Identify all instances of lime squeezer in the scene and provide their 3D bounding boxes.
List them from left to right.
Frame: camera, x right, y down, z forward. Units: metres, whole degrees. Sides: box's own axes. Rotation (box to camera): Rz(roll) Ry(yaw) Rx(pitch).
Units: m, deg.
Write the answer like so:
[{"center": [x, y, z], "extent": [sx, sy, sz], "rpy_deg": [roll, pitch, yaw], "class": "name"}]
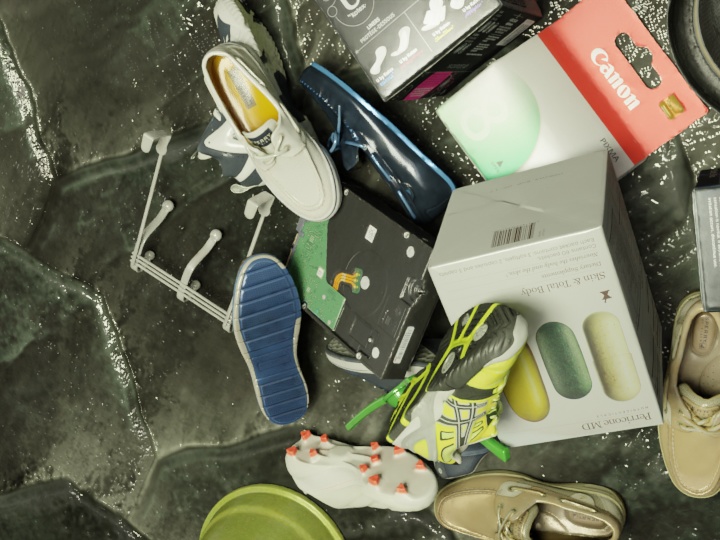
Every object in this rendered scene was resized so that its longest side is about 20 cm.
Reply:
[{"center": [0.056, 0.130, 0.965], "extent": [0.200, 0.038, 0.071], "rpy_deg": [2, 122, 43], "class": "lime squeezer"}]

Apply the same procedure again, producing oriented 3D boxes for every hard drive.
[{"center": [0.000, 0.000, 1.011], "extent": [0.200, 0.038, 0.140], "rpy_deg": [37, 112, 44], "class": "hard drive"}]

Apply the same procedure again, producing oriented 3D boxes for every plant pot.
[{"center": [-0.130, 0.361, 1.102], "extent": [0.200, 0.184, 0.201], "rpy_deg": [4, 101, 19], "class": "plant pot"}]

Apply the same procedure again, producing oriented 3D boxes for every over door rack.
[{"center": [-0.167, -0.044, 1.085], "extent": [0.147, 0.067, 0.200], "rpy_deg": [31, 134, 13], "class": "over door rack"}]

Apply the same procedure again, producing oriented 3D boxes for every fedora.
[{"center": [0.358, -0.209, 0.859], "extent": [0.200, 0.092, 0.201], "rpy_deg": [4, 102, 20], "class": "fedora"}]

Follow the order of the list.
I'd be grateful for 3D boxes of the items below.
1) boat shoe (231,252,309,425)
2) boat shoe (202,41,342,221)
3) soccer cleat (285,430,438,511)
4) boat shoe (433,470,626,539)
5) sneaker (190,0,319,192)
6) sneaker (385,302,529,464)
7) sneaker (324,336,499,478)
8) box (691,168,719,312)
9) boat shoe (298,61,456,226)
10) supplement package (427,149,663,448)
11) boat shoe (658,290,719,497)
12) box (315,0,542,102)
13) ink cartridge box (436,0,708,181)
[{"center": [-0.103, 0.066, 1.074], "extent": [0.072, 0.072, 0.201], "rpy_deg": [-12, 118, -17], "class": "boat shoe"}, {"center": [-0.088, -0.131, 0.981], "extent": [0.071, 0.070, 0.200], "rpy_deg": [-27, 99, 17], "class": "boat shoe"}, {"center": [0.004, 0.223, 1.077], "extent": [0.200, 0.069, 0.078], "rpy_deg": [7, 127, 39], "class": "soccer cleat"}, {"center": [0.167, 0.251, 1.035], "extent": [0.199, 0.065, 0.072], "rpy_deg": [0, 100, 20], "class": "boat shoe"}, {"center": [-0.136, -0.172, 1.056], "extent": [0.129, 0.080, 0.200], "rpy_deg": [-24, 101, 14], "class": "sneaker"}, {"center": [0.094, 0.097, 0.851], "extent": [0.076, 0.076, 0.200], "rpy_deg": [28, 140, -6], "class": "sneaker"}, {"center": [0.055, 0.137, 1.049], "extent": [0.202, 0.077, 0.147], "rpy_deg": [9, 123, 39], "class": "sneaker"}, {"center": [0.389, -0.037, 0.852], "extent": [0.199, 0.148, 0.108], "rpy_deg": [-5, 99, 21], "class": "box"}, {"center": [0.006, -0.124, 1.010], "extent": [0.200, 0.084, 0.069], "rpy_deg": [44, 98, 10], "class": "boat shoe"}, {"center": [0.174, 0.027, 0.911], "extent": [0.151, 0.151, 0.200], "rpy_deg": [-13, 116, 22], "class": "supplement package"}, {"center": [0.316, 0.122, 0.946], "extent": [0.072, 0.065, 0.201], "rpy_deg": [5, 102, 19], "class": "boat shoe"}, {"center": [0.067, -0.237, 0.904], "extent": [0.132, 0.200, 0.115], "rpy_deg": [-36, 88, 22], "class": "box"}, {"center": [0.197, -0.149, 0.957], "extent": [0.200, 0.050, 0.161], "rpy_deg": [-38, 86, 25], "class": "ink cartridge box"}]
